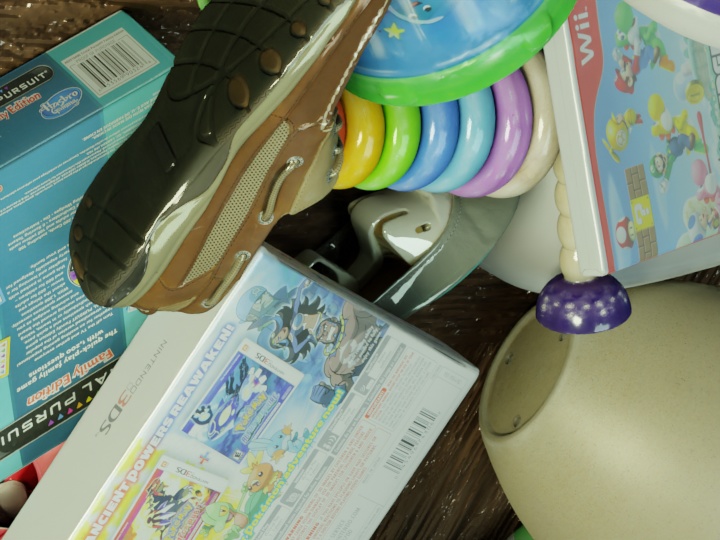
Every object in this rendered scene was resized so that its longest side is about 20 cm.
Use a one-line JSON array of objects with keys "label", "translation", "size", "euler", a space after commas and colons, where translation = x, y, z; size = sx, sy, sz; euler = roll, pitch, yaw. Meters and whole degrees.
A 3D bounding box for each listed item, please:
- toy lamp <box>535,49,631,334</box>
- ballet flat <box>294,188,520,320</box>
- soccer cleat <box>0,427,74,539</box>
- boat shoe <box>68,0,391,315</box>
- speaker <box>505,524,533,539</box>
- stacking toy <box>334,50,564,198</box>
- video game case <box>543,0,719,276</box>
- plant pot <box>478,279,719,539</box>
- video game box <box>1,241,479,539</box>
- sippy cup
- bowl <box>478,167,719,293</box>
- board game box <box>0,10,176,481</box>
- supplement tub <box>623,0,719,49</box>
[{"label": "toy lamp", "translation": [0.106, -0.067, 1.528], "size": [0.058, 0.058, 0.201], "euler": [-22, 119, -34]}, {"label": "ballet flat", "translation": [0.000, 0.000, 1.516], "size": [0.200, 0.067, 0.064], "euler": [-41, 138, -10]}, {"label": "soccer cleat", "translation": [-0.157, 0.137, 1.494], "size": [0.073, 0.068, 0.200], "euler": [2, 134, -20]}, {"label": "boat shoe", "translation": [-0.046, -0.059, 1.278], "size": [0.074, 0.076, 0.200], "euler": [20, 122, -35]}, {"label": "speaker", "translation": [0.078, 0.253, 1.873], "size": [0.200, 0.088, 0.088], "euler": [-54, 148, 11]}, {"label": "stacking toy", "translation": [0.002, -0.071, 1.429], "size": [0.199, 0.085, 0.086], "euler": [-6, 131, -41]}, {"label": "video game case", "translation": [0.166, -0.088, 1.518], "size": [0.200, 0.017, 0.144], "euler": [-18, 102, -46]}, {"label": "plant pot", "translation": [0.147, 0.083, 1.698], "size": [0.134, 0.200, 0.201], "euler": [28, 106, -21]}, {"label": "video game box", "translation": [-0.058, 0.094, 1.438], "size": [0.182, 0.047, 0.200], "euler": [30, 95, -50]}, {"label": "sippy cup", "translation": [0.016, -0.163, 1.300], "size": [0.178, 0.139, 0.130], "euler": [-49, 139, -14]}, {"label": "bowl", "translation": [0.169, -0.070, 1.633], "size": [0.199, 0.075, 0.201], "euler": [-9, 131, -46]}, {"label": "board game box", "translation": [-0.148, -0.001, 1.350], "size": [0.151, 0.047, 0.200], "euler": [-32, 146, -25]}, {"label": "supplement tub", "translation": [0.200, -0.220, 1.430], "size": [0.145, 0.145, 0.201], "euler": [-12, 134, -43]}]
